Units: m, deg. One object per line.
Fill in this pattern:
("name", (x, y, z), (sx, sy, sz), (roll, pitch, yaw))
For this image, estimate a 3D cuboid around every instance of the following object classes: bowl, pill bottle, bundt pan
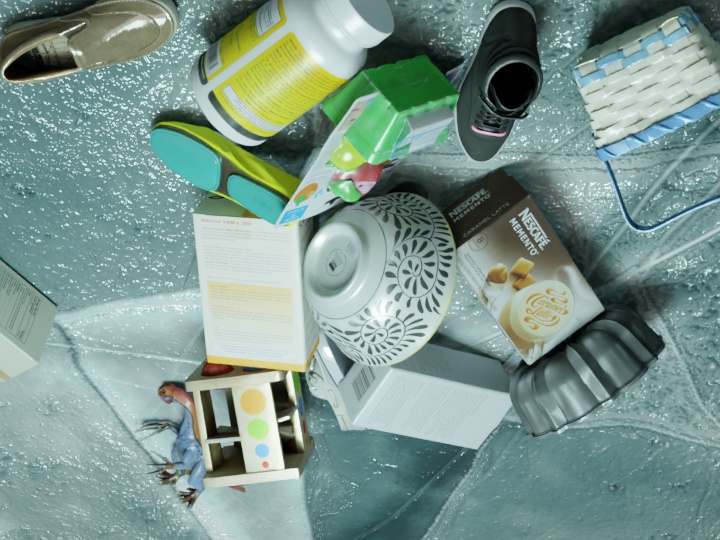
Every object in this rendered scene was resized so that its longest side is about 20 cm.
("bowl", (0.000, 0.000, 1.451), (0.201, 0.201, 0.094), (-35, 147, 31))
("pill bottle", (-0.067, -0.221, 1.337), (0.200, 0.113, 0.112), (-31, 123, 29))
("bundt pan", (0.258, 0.111, 1.571), (0.202, 0.202, 0.076), (-35, 95, 31))

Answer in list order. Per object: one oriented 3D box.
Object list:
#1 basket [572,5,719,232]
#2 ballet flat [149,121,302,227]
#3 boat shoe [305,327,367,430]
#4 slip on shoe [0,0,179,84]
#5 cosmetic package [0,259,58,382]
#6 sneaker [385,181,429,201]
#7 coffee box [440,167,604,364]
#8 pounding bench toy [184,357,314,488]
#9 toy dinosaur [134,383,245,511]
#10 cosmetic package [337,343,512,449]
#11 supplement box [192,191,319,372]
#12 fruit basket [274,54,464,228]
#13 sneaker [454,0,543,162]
("basket", (0.318, -0.154, 1.332), (0.176, 0.139, 0.200), (-22, 96, 23))
("ballet flat", (-0.139, -0.113, 1.464), (0.200, 0.067, 0.067), (30, 133, 15))
("boat shoe", (-0.037, 0.141, 1.699), (0.070, 0.071, 0.200), (-14, 136, 14))
("slip on shoe", (-0.286, -0.238, 1.375), (0.199, 0.061, 0.076), (-7, 132, 11))
("cosmetic package", (-0.475, 0.034, 1.614), (0.071, 0.105, 0.200), (-26, 124, 28))
("sneaker", (0.054, -0.011, 1.559), (0.108, 0.067, 0.202), (6, 117, -41))
("coffee box", (0.179, -0.003, 1.514), (0.114, 0.080, 0.200), (-36, 124, 2))
("pounding bench toy", (-0.134, 0.167, 1.702), (0.124, 0.200, 0.156), (-7, 100, 9))
("toy dinosaur", (-0.237, 0.231, 1.818), (0.200, 0.105, 0.182), (-7, 130, -42))
("cosmetic package", (0.085, 0.151, 1.648), (0.200, 0.071, 0.102), (16, 122, -32))
("supplement box", (-0.119, 0.011, 1.539), (0.126, 0.074, 0.200), (5, 118, 12))
("fruit basket", (0.015, -0.126, 1.388), (0.094, 0.185, 0.200), (45, 130, 20))
("sneaker", (0.140, -0.172, 1.373), (0.071, 0.099, 0.200), (8, 134, -5))
